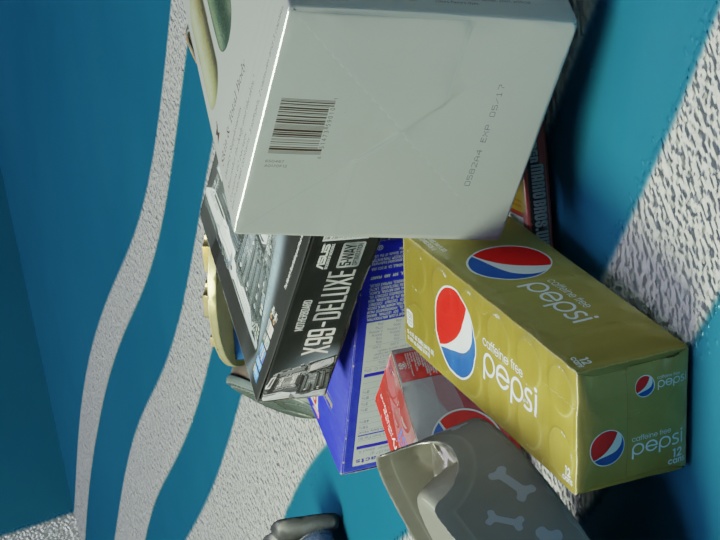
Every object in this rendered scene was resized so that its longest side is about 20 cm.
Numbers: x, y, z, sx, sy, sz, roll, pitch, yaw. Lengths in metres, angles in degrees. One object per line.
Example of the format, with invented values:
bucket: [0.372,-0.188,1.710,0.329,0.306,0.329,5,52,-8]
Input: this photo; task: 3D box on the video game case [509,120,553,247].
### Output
video game case: [0.075,-0.062,1.276,0.143,0.017,0.202,-145,47,-70]

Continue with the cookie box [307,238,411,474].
cookie box: [0.000,0.000,1.473,0.172,0.075,0.201,-116,24,-45]

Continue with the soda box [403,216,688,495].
soda box: [0.090,0.037,1.152,0.200,0.064,0.068,-140,43,-58]

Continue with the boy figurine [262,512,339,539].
boy figurine: [-0.028,0.298,1.779,0.124,0.064,0.202,125,137,-65]

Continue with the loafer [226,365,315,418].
loafer: [-0.049,0.077,1.752,0.063,0.072,0.200,-66,17,-8]

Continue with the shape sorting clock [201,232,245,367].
shape sorting clock: [-0.086,-0.028,1.703,0.200,0.039,0.202,4,-90,-82]

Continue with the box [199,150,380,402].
box: [-0.042,-0.043,1.375,0.201,0.049,0.158,110,148,-48]

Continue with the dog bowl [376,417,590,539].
dog bowl: [0.086,0.164,1.168,0.201,0.058,0.200,56,171,13]

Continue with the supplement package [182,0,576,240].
supplement package: [0.001,-0.140,1.178,0.152,0.149,0.201,108,156,-43]

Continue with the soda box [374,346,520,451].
soda box: [0.067,0.144,1.336,0.070,0.063,0.201,106,151,-61]

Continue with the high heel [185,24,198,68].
high heel: [-0.073,-0.084,1.575,0.142,0.071,0.202,11,-112,-58]
